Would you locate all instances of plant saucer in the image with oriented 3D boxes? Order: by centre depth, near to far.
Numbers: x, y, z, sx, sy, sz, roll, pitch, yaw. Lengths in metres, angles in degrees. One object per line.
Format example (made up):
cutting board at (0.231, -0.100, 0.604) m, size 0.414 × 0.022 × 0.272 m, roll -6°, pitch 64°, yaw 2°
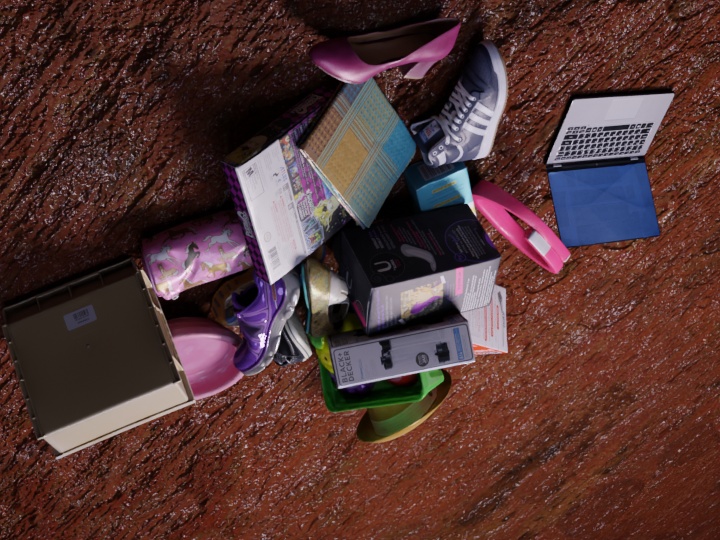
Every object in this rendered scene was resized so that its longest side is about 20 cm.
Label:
plant saucer at (-0.265, 0.129, 1.679) m, size 0.200 × 0.051 × 0.201 m, roll -11°, pitch 148°, yaw -7°

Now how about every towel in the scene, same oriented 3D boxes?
towel at (-0.001, -0.162, 1.487) m, size 0.147 × 0.022 × 0.200 m, roll -58°, pitch 144°, yaw -12°

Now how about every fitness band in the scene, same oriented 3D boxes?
fitness band at (0.238, -0.066, 1.694) m, size 0.037 × 0.144 × 0.200 m, roll -49°, pitch 137°, yaw -1°

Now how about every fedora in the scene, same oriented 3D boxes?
fedora at (0.058, 0.205, 1.912) m, size 0.200 × 0.201 × 0.082 m, roll -31°, pitch 105°, yaw 6°

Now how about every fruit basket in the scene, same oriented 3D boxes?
fruit basket at (0.003, 0.136, 1.748) m, size 0.215 × 0.156 × 0.216 m, roll -9°, pitch 175°, yaw -1°

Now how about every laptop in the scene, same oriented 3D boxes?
laptop at (0.387, -0.153, 1.704) m, size 0.187 × 0.116 × 0.200 m, roll -7°, pitch 138°, yaw -24°

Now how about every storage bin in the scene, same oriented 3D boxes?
storage bin at (-0.354, 0.115, 1.517) m, size 0.199 × 0.199 × 0.094 m, roll -22°, pitch 159°, yaw -6°

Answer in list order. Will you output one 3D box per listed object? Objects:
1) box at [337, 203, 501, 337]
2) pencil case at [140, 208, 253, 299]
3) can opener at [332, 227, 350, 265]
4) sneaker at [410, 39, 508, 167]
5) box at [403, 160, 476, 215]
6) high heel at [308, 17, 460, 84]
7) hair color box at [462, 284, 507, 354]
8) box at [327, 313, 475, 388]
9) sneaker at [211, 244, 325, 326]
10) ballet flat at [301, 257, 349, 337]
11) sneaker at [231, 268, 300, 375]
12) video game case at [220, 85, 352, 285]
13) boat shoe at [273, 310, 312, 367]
box at (0.081, -0.002, 1.609) m, size 0.199 × 0.122 × 0.106 m, roll -12°, pitch 138°, yaw -18°
pencil case at (-0.195, -0.029, 1.533) m, size 0.199 × 0.083 × 0.087 m, roll -20°, pitch 141°, yaw -11°
can opener at (0.000, 0.000, 1.720) m, size 0.067 × 0.053 × 0.200 m, roll 6°, pitch 143°, yaw 11°
sneaker at (0.129, -0.215, 1.518) m, size 0.108 × 0.070 × 0.200 m, roll -16°, pitch 144°, yaw -17°
box at (0.125, -0.087, 1.679) m, size 0.082 × 0.049 × 0.200 m, roll -24°, pitch 142°, yaw -3°
high heel at (0.030, -0.282, 1.384) m, size 0.200 × 0.068 × 0.096 m, roll -11°, pitch 152°, yaw -43°
hair color box at (0.166, 0.069, 1.792) m, size 0.064 × 0.111 × 0.200 m, roll -7°, pitch 166°, yaw 30°
box at (0.055, 0.111, 1.621) m, size 0.199 × 0.117 × 0.060 m, roll -11°, pitch 97°, yaw -1°
sneaker at (-0.122, 0.015, 1.646) m, size 0.200 × 0.075 × 0.088 m, roll -33°, pitch 151°, yaw 21°
ballet flat at (-0.048, 0.037, 1.585) m, size 0.070 × 0.071 × 0.200 m, roll -19°, pitch 155°, yaw -10°
sneaker at (-0.147, 0.062, 1.581) m, size 0.083 × 0.081 × 0.200 m, roll 14°, pitch 129°, yaw -13°
video game case at (-0.083, -0.108, 1.463) m, size 0.181 × 0.036 × 0.200 m, roll -41°, pitch 140°, yaw -26°
boat shoe at (-0.112, 0.107, 1.706) m, size 0.062 × 0.075 × 0.200 m, roll -19°, pitch 169°, yaw -8°
